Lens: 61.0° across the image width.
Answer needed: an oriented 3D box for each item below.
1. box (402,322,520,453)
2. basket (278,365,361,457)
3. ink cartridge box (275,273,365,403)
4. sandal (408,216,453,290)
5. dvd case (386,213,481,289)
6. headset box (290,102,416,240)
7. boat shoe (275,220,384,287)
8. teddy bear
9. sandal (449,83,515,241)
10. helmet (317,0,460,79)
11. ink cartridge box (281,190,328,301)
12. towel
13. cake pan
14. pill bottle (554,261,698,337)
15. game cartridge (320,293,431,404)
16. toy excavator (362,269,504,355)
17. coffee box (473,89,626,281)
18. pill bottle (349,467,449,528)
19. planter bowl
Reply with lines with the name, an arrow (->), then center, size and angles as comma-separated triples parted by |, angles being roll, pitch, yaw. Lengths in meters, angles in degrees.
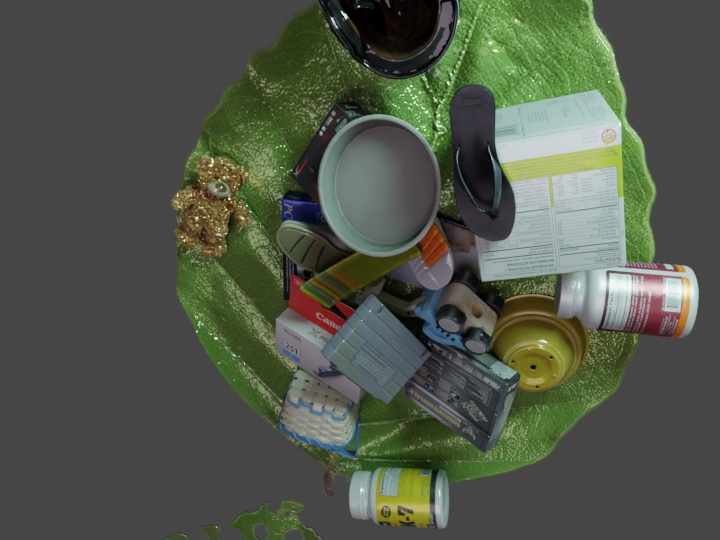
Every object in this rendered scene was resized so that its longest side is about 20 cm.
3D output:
box -> 0.177, 0.207, 1.107 | 0.198, 0.048, 0.161 | 30, 126, 34
basket -> -0.076, 0.288, 1.214 | 0.173, 0.140, 0.203 | 17, 129, 6
ink cartridge box -> -0.065, 0.125, 1.106 | 0.198, 0.045, 0.178 | 29, 136, 19
sandal -> 0.102, -0.073, 1.012 | 0.079, 0.059, 0.210 | -28, 84, 33
dvd case -> 0.125, -0.031, 1.067 | 0.196, 0.018, 0.145 | 20, 120, 4
headset box -> 0.005, -0.143, 0.973 | 0.200, 0.075, 0.149 | 47, 120, 12
boat shoe -> -0.051, -0.037, 1.033 | 0.197, 0.069, 0.075 | 25, 126, -20
teddy bear -> -0.270, -0.107, 1.102 | 0.145, 0.067, 0.200 | 42, 119, -11
sandal -> 0.147, -0.127, 0.769 | 0.075, 0.043, 0.203 | -10, 112, 19
helmet -> 0.042, -0.368, 0.818 | 0.197, 0.190, 0.205 | -3, 83, 29
ink cartridge box -> -0.093, -0.037, 1.104 | 0.092, 0.044, 0.204 | 7, 118, 9
towel -> 0.000, 0.000, 0.990 | 0.198, 0.018, 0.086 | -30, 144, 23
cake pan -> 0.030, -0.123, 0.896 | 0.197, 0.037, 0.205 | 6, 103, 26
pill bottle -> 0.417, 0.041, 0.975 | 0.196, 0.113, 0.115 | 6, 118, 12
game cartridge -> 0.029, 0.139, 1.029 | 0.130, 0.038, 0.200 | -44, 134, 0
toy excavator -> 0.119, 0.070, 1.067 | 0.194, 0.101, 0.199 | 39, 147, -18
coffee box -> 0.260, -0.123, 0.880 | 0.196, 0.200, 0.201 | -7, 115, 17
pill bottle -> 0.082, 0.475, 1.283 | 0.196, 0.115, 0.116 | -3, 116, 16
planter bowl -> 0.303, 0.150, 1.077 | 0.196, 0.084, 0.204 | 6, 117, 12
